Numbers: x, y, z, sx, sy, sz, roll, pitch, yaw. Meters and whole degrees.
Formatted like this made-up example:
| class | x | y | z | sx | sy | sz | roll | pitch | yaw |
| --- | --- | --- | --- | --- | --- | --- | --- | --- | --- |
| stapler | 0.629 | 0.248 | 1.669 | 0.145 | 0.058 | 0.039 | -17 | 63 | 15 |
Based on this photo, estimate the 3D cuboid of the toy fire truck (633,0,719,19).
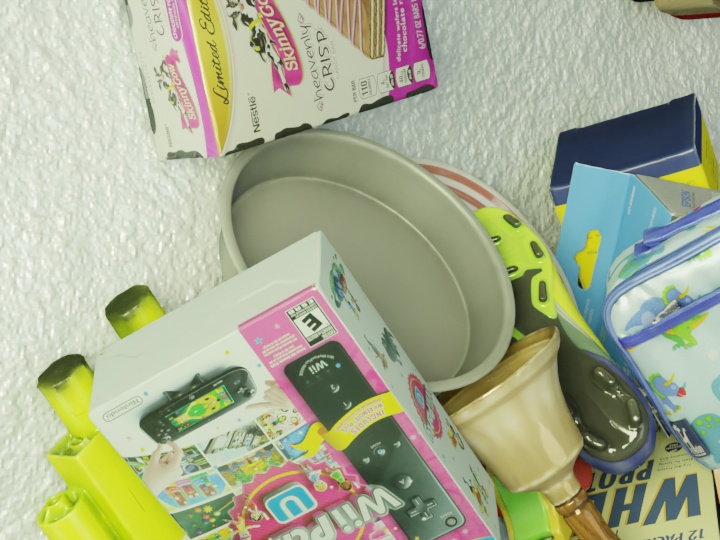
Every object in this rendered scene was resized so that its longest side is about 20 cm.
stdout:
| class | x | y | z | sx | sy | sz | roll | pitch | yaw |
| --- | --- | --- | --- | --- | --- | --- | --- | --- | --- |
| toy fire truck | 0.308 | -0.285 | 1.441 | 0.200 | 0.128 | 0.177 | 5 | 86 | -57 |

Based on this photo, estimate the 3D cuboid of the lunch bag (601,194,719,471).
| class | x | y | z | sx | sy | sz | roll | pitch | yaw |
| --- | --- | --- | --- | --- | --- | --- | --- | --- | --- |
| lunch bag | 0.262 | 0.023 | 1.151 | 0.161 | 0.199 | 0.083 | 57 | 19 | -13 |

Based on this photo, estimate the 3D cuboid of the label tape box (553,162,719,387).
| class | x | y | z | sx | sy | sz | roll | pitch | yaw |
| --- | --- | --- | --- | --- | --- | --- | --- | --- | --- |
| label tape box | 0.229 | 0.020 | 1.234 | 0.063 | 0.199 | 0.145 | -70 | 170 | -63 |

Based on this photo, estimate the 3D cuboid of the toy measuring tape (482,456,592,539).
| class | x | y | z | sx | sy | sz | roll | pitch | yaw |
| --- | --- | --- | --- | --- | --- | --- | --- | --- | --- |
| toy measuring tape | 0.101 | 0.147 | 1.143 | 0.200 | 0.073 | 0.074 | -52 | 127 | -59 |

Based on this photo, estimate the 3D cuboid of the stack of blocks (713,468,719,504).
| class | x | y | z | sx | sy | sz | roll | pitch | yaw |
| --- | --- | --- | --- | --- | --- | --- | --- | --- | --- |
| stack of blocks | 0.287 | 0.219 | 1.188 | 0.200 | 0.058 | 0.116 | 59 | 21 | -50 |

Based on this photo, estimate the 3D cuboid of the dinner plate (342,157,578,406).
| class | x | y | z | sx | sy | sz | roll | pitch | yaw |
| --- | --- | --- | --- | --- | --- | --- | --- | --- | --- |
| dinner plate | 0.066 | 0.015 | 1.199 | 0.200 | 0.024 | 0.201 | 25 | 45 | -27 |

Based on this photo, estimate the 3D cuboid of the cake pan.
| class | x | y | z | sx | sy | sz | roll | pitch | yaw |
| --- | --- | --- | --- | --- | --- | --- | --- | --- | --- |
| cake pan | 0.000 | 0.000 | 1.097 | 0.199 | 0.037 | 0.201 | 19 | 43 | -19 |

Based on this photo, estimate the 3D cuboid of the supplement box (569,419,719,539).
| class | x | y | z | sx | sy | sz | roll | pitch | yaw |
| --- | --- | --- | --- | --- | --- | --- | --- | --- | --- |
| supplement box | 0.201 | 0.233 | 1.239 | 0.200 | 0.134 | 0.201 | -78 | 151 | -62 |

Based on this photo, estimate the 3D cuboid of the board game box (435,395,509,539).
| class | x | y | z | sx | sy | sz | roll | pitch | yaw |
| --- | --- | --- | --- | --- | --- | --- | --- | --- | --- |
| board game box | 0.055 | 0.159 | 1.163 | 0.151 | 0.036 | 0.201 | 35 | 42 | -45 |

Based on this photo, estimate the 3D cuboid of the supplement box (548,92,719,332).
| class | x | y | z | sx | sy | sz | roll | pitch | yaw |
| --- | --- | --- | --- | --- | --- | --- | --- | --- | --- |
| supplement box | 0.221 | -0.008 | 1.319 | 0.110 | 0.108 | 0.201 | -69 | 140 | -62 |

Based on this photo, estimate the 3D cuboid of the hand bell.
| class | x | y | z | sx | sy | sz | roll | pitch | yaw |
| --- | --- | --- | --- | --- | --- | --- | --- | --- | --- |
| hand bell | 0.131 | 0.144 | 1.086 | 0.104 | 0.104 | 0.200 | -39 | 96 | -39 |

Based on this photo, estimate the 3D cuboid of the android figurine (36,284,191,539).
| class | x | y | z | sx | sy | sz | roll | pitch | yaw |
| --- | --- | --- | --- | --- | --- | --- | --- | --- | --- |
| android figurine | -0.106 | 0.113 | 1.057 | 0.182 | 0.041 | 0.200 | -51 | 123 | -33 |

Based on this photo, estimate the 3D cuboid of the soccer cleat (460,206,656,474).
| class | x | y | z | sx | sy | sz | roll | pitch | yaw |
| --- | --- | --- | --- | --- | --- | --- | --- | --- | --- |
| soccer cleat | 0.122 | 0.048 | 1.174 | 0.065 | 0.201 | 0.084 | -33 | 156 | 0 |

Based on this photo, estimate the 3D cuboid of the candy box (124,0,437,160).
| class | x | y | z | sx | sy | sz | roll | pitch | yaw |
| --- | --- | --- | --- | --- | --- | --- | --- | --- | --- |
| candy box | -0.047 | -0.155 | 1.105 | 0.200 | 0.061 | 0.137 | -23 | 106 | -43 |

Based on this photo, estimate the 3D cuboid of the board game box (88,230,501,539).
| class | x | y | z | sx | sy | sz | roll | pitch | yaw |
| --- | --- | --- | --- | --- | --- | --- | --- | --- | --- |
| board game box | -0.032 | 0.099 | 1.000 | 0.200 | 0.147 | 0.064 | 55 | 15 | -27 |
